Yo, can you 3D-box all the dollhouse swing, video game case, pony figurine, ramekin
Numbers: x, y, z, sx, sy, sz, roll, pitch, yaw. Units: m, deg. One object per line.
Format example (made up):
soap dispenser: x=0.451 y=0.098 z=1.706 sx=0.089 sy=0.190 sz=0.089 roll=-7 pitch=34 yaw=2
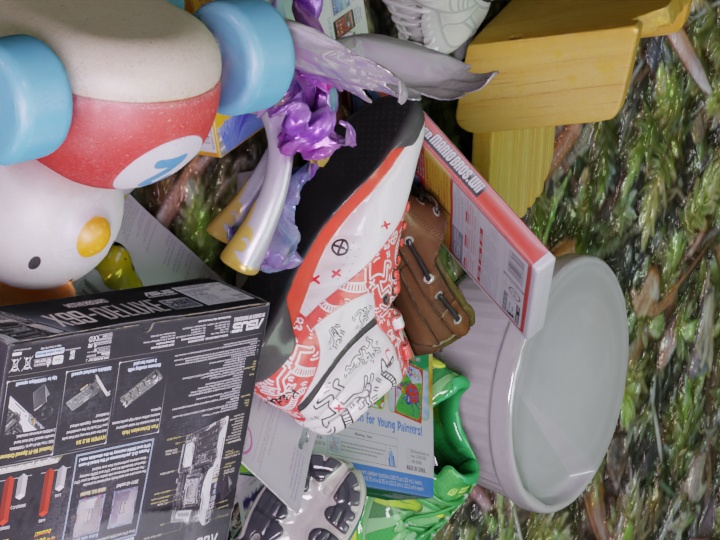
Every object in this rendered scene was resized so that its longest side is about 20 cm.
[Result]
dollhouse swing: x=0.173 y=-0.124 z=1.589 sx=0.200 sy=0.180 sz=0.177 roll=-47 pitch=129 yaw=-58
video game case: x=0.053 y=-0.053 z=1.379 sx=0.017 sy=0.200 sz=0.143 roll=-38 pitch=164 yaw=-11
pony figurine: x=-0.044 y=-0.104 z=1.204 sx=0.201 sy=0.192 sz=0.166 roll=-65 pitch=159 yaw=11
ramekin: x=0.125 y=0.082 z=1.650 sx=0.202 sy=0.094 sz=0.204 roll=-22 pitch=117 yaw=-55

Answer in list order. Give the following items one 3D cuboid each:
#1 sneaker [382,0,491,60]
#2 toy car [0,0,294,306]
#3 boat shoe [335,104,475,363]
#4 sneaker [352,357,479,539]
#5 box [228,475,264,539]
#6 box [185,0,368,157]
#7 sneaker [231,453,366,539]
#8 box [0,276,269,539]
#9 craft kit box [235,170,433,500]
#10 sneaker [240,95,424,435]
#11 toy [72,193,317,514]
sneaker: x=0.049 y=-0.188 z=1.466 sx=0.200 sy=0.075 sz=0.082 roll=1 pitch=113 yaw=-68
toy car: x=-0.157 y=-0.052 z=1.115 sx=0.184 sy=0.176 sz=0.201 roll=-18 pitch=126 yaw=-44
boat shoe: x=0.019 y=-0.031 z=1.370 sx=0.068 sy=0.072 sz=0.201 roll=-22 pitch=126 yaw=-1
sneaker: x=0.041 y=0.162 z=1.548 sx=0.074 sy=0.083 sz=0.202 roll=-14 pitch=111 yaw=-56
box: x=-0.100 y=0.192 z=1.380 sx=0.144 sy=0.036 sz=0.202 roll=-35 pitch=125 yaw=-49
box: x=-0.055 y=-0.168 z=1.348 sx=0.200 sy=0.041 sz=0.120 roll=-39 pitch=130 yaw=-44
sneaker: x=-0.063 y=0.204 z=1.319 sx=0.200 sy=0.077 sz=0.080 roll=-48 pitch=165 yaw=-7
box: x=-0.140 y=0.093 z=1.121 sx=0.199 sy=0.050 sz=0.159 roll=-9 pitch=115 yaw=-52
craft kit box: x=-0.015 y=0.047 z=1.425 sx=0.200 sy=0.048 sz=0.199 roll=20 pitch=69 yaw=-57
sneaker: x=-0.001 y=0.000 z=1.285 sx=0.108 sy=0.067 sz=0.202 roll=43 pitch=70 yaw=-36
toy: x=-0.105 y=0.051 z=1.265 sx=0.200 sy=0.047 sz=0.116 roll=46 pitch=37 yaw=-26
